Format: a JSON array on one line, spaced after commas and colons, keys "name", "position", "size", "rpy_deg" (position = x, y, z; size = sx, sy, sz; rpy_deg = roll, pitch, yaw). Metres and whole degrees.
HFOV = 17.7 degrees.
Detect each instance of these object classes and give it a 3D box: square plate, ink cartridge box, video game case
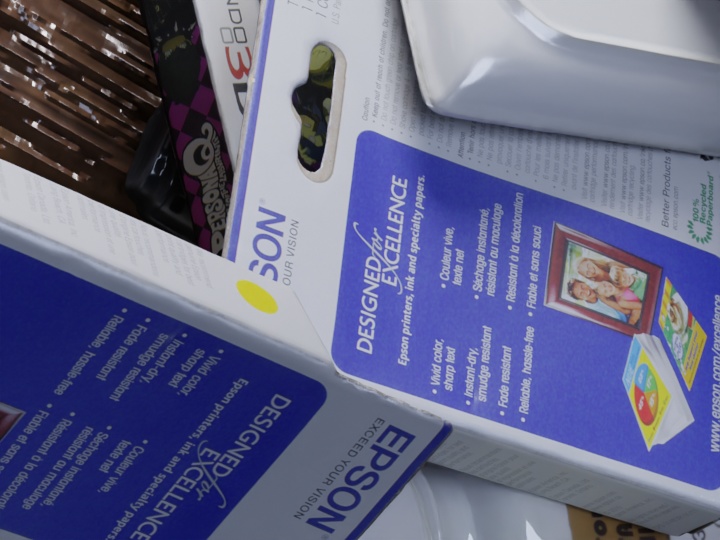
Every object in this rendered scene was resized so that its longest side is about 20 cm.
[{"name": "square plate", "position": [0.094, -0.135, 0.864], "size": [0.200, 0.028, 0.198], "rpy_deg": [6, 59, -31]}, {"name": "ink cartridge box", "position": [-0.110, 0.066, 0.705], "size": [0.200, 0.198, 0.047], "rpy_deg": [25, 28, -31]}, {"name": "video game case", "position": [0.010, -0.081, 0.877], "size": [0.200, 0.036, 0.182], "rpy_deg": [-4, 76, -40]}, {"name": "ink cartridge box", "position": [0.042, -0.024, 0.816], "size": [0.200, 0.047, 0.198], "rpy_deg": [19, 59, -19]}]

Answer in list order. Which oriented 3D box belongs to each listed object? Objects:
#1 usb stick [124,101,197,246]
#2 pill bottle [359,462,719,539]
[{"name": "usb stick", "position": [0.000, 0.000, 0.883], "size": [0.200, 0.033, 0.056], "rpy_deg": [31, 70, -26]}, {"name": "pill bottle", "position": [0.058, 0.105, 0.854], "size": [0.200, 0.114, 0.115], "rpy_deg": [3, 81, -33]}]
